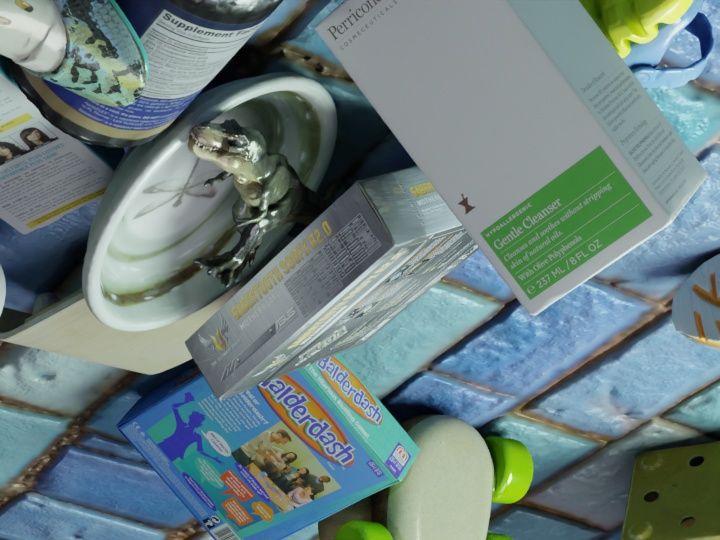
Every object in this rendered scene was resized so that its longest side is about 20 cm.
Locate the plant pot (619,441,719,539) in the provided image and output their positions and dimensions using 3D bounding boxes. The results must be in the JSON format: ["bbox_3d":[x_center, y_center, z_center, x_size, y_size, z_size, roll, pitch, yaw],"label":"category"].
[{"bbox_3d":[0.310,0.254,1.543,0.193,0.196,0.201,-11,123,25],"label":"plant pot"}]

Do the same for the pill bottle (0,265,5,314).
[{"bbox_3d":[-0.322,-0.020,1.180,0.110,0.111,0.200,-11,146,15],"label":"pill bottle"}]

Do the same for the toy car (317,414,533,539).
[{"bbox_3d":[0.018,0.198,1.536,0.164,0.159,0.200,11,172,-34],"label":"toy car"}]

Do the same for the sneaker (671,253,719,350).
[{"bbox_3d":[0.323,0.025,1.299,0.199,0.079,0.077,-8,156,13],"label":"sneaker"}]

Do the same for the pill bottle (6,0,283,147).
[{"bbox_3d":[-0.101,-0.160,0.968,0.111,0.112,0.200,19,142,-27],"label":"pill bottle"}]

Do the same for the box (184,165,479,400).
[{"bbox_3d":[0.000,0.000,1.189,0.158,0.048,0.200,-18,162,-48],"label":"box"}]

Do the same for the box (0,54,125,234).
[{"bbox_3d":[-0.217,-0.092,1.065,0.082,0.049,0.200,-23,153,11],"label":"box"}]

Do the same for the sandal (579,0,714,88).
[{"bbox_3d":[0.129,-0.118,1.074,0.199,0.080,0.087,-24,144,34],"label":"sandal"}]

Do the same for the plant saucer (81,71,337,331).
[{"bbox_3d":[-0.103,-0.052,1.134,0.200,0.050,0.200,-38,157,-19],"label":"plant saucer"}]

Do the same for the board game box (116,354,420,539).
[{"bbox_3d":[-0.074,0.130,1.412,0.200,0.045,0.152,-31,104,39],"label":"board game box"}]

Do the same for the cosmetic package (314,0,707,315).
[{"bbox_3d":[0.083,-0.092,0.996,0.107,0.085,0.200,-38,92,32],"label":"cosmetic package"}]

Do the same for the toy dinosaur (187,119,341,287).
[{"bbox_3d":[-0.062,-0.034,1.117,0.088,0.047,0.200,-55,160,3],"label":"toy dinosaur"}]

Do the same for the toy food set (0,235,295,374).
[{"bbox_3d":[-0.151,0.011,1.294,0.199,0.061,0.143,-25,151,35],"label":"toy food set"}]

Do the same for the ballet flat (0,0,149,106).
[{"bbox_3d":[-0.191,-0.153,0.917,0.200,0.074,0.074,49,138,3],"label":"ballet flat"}]
